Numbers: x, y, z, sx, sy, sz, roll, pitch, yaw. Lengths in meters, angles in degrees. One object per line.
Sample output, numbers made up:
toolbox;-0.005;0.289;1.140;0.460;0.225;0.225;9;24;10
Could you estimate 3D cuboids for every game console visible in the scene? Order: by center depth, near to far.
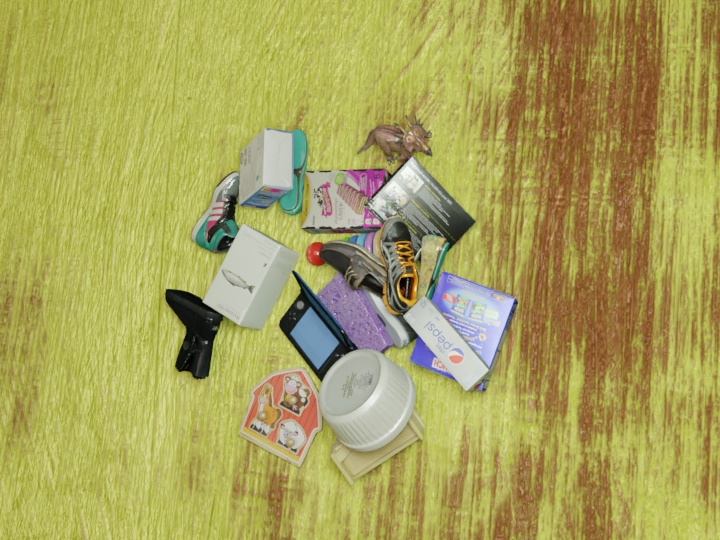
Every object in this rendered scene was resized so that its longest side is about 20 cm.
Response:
game console;-0.107;0.127;1.720;0.200;0.118;0.171;48;112;25

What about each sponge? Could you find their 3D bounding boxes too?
sponge;-0.016;0.109;1.743;0.111;0.030;0.202;-42;69;33

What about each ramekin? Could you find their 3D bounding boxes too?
ramekin;0.005;0.257;1.628;0.198;0.105;0.202;-26;37;22

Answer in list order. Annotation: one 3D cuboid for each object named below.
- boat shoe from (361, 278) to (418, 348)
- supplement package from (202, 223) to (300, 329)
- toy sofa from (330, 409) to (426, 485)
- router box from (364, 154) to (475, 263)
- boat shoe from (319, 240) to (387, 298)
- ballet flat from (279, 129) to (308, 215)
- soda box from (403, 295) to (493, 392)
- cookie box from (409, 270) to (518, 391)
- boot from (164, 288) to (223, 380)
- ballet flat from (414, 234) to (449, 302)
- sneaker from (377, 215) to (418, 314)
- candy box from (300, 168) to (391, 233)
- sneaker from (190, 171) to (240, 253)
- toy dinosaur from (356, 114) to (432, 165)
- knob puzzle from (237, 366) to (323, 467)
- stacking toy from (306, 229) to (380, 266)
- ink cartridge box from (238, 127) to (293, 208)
boat shoe;0.057;0.081;1.732;0.056;0.069;0.201;-24;62;-23
supplement package;-0.247;0.017;1.813;0.116;0.117;0.202;27;90;20
toy sofa;0.038;0.356;1.685;0.199;0.098;0.083;-35;96;10
router box;0.127;-0.123;1.701;0.149;0.051;0.200;-45;97;6
boat shoe;0.000;0.000;1.690;0.197;0.075;0.074;22;48;6
ballet flat;-0.155;-0.224;1.848;0.066;0.070;0.204;3;78;8
soda box;0.176;0.148;1.591;0.063;0.068;0.201;-43;70;7
cookie box;0.215;0.127;1.657;0.169;0.075;0.203;21;87;21
boot;-0.410;0.148;1.865;0.198;0.076;0.171;24;100;36
ballet flat;0.134;0.018;1.677;0.070;0.071;0.203;22;113;21
sneaker;0.086;-0.012;1.635;0.077;0.077;0.204;-6;89;-25
candy box;-0.032;-0.156;1.799;0.197;0.061;0.139;0;80;19
sneaker;-0.310;-0.123;1.874;0.120;0.083;0.202;37;101;26
toy dinosaur;0.078;-0.290;1.745;0.197;0.135;0.087;7;83;20
knob puzzle;-0.171;0.311;1.782;0.216;0.030;0.224;-4;79;19
stacking toy;-0.032;-0.041;1.772;0.197;0.085;0.087;-4;79;22
ink cartridge box;-0.224;-0.226;1.819;0.199;0.075;0.139;-21;66;59
